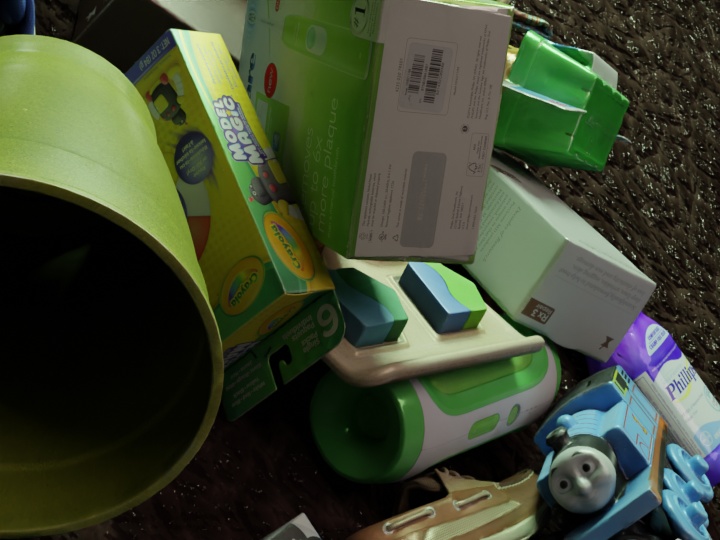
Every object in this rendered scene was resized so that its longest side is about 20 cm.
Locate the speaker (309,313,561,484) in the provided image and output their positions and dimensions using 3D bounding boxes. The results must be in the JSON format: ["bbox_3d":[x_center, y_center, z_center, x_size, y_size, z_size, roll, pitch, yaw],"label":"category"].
[{"bbox_3d":[0.054,0.080,0.974,0.199,0.088,0.089,-12,69,-54],"label":"speaker"}]

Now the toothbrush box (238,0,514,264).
[{"bbox_3d":[-0.002,-0.100,0.881,0.085,0.147,0.200,2,15,-25],"label":"toothbrush box"}]

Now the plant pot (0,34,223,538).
[{"bbox_3d":[-0.166,-0.013,0.714,0.200,0.200,0.194,34,26,-27],"label":"plant pot"}]

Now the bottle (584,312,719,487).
[{"bbox_3d":[0.227,0.084,1.199,0.201,0.065,0.083,55,35,2],"label":"bottle"}]

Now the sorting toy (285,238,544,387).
[{"bbox_3d":[0.000,0.000,0.939,0.200,0.037,0.184,38,26,31],"label":"sorting toy"}]

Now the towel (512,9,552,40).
[{"bbox_3d":[0.063,-0.230,1.194,0.145,0.022,0.200,18,12,-17],"label":"towel"}]

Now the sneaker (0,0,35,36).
[{"bbox_3d":[-0.221,-0.156,0.846,0.075,0.088,0.201,0,59,-48],"label":"sneaker"}]

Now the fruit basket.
[{"bbox_3d":[0.103,-0.150,1.151,0.199,0.094,0.185,31,8,24],"label":"fruit basket"}]

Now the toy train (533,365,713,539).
[{"bbox_3d":[0.163,0.135,0.950,0.114,0.087,0.200,50,16,2],"label":"toy train"}]

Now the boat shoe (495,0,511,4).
[{"bbox_3d":[0.055,-0.187,1.039,0.200,0.065,0.073,-39,109,-28],"label":"boat shoe"}]

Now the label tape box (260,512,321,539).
[{"bbox_3d":[-0.057,0.228,0.725,0.144,0.066,0.200,56,32,3],"label":"label tape box"}]

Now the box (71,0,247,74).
[{"bbox_3d":[-0.090,-0.146,1.011,0.199,0.075,0.101,32,39,-27],"label":"box"}]

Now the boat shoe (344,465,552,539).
[{"bbox_3d":[0.058,0.155,0.924,0.072,0.076,0.200,56,32,8],"label":"boat shoe"}]

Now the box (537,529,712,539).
[{"bbox_3d":[0.201,0.243,1.041,0.199,0.048,0.159,-7,65,-53],"label":"box"}]

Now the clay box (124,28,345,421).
[{"bbox_3d":[-0.092,-0.023,0.860,0.047,0.115,0.201,-2,61,-50],"label":"clay box"}]

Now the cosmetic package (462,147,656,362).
[{"bbox_3d":[0.116,-0.025,1.085,0.101,0.074,0.200,24,15,-37],"label":"cosmetic package"}]
